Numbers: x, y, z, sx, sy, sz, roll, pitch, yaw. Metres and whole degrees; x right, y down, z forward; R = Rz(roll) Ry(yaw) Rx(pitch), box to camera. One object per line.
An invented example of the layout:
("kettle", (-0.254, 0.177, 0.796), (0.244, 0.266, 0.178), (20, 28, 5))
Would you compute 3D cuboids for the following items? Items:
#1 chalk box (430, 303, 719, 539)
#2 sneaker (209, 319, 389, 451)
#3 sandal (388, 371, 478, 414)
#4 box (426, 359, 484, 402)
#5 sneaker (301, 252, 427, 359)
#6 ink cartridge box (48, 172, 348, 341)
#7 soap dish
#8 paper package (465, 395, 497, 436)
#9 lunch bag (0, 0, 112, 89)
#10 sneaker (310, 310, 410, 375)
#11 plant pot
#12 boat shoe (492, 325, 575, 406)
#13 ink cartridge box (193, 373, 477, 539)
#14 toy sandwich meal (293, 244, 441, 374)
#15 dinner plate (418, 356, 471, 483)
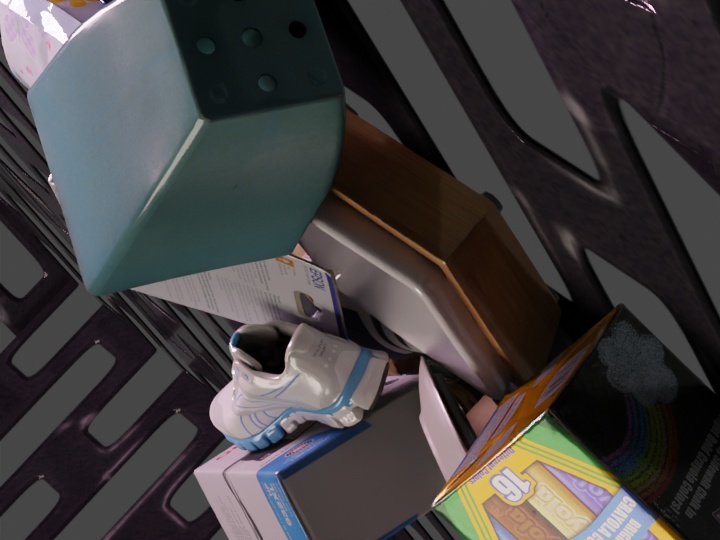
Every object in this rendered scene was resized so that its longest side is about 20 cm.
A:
("chalk box", (0.169, 0.147, 1.411), (0.200, 0.125, 0.124), (45, 132, -3))
("sneaker", (-0.063, 0.069, 1.647), (0.087, 0.075, 0.200), (33, 152, -21))
("sandal", (0.070, 0.118, 1.830), (0.080, 0.054, 0.200), (22, 167, 40))
("box", (0.134, 0.142, 1.936), (0.200, 0.048, 0.193), (45, 168, -6))
("sneaker", (0.048, 0.035, 1.646), (0.200, 0.075, 0.085), (24, 153, 39))
("ink cartridge box", (-0.098, -0.013, 1.601), (0.200, 0.041, 0.200), (18, 163, 9))
("soap dish", (0.032, -0.017, 1.524), (0.200, 0.081, 0.157), (36, 168, 41))
("paper package", (0.179, 0.178, 1.719), (0.191, 0.103, 0.200), (49, 168, -33))
("lunch bag", (-0.147, -0.131, 1.648), (0.200, 0.127, 0.170), (36, 178, -40))
("sneaker", (0.002, 0.064, 1.973), (0.077, 0.076, 0.200), (-1, 179, -15))
("plant pot", (-0.092, -0.097, 1.391), (0.200, 0.141, 0.142), (-47, 59, 61))
("boat shoe", (0.121, 0.078, 1.627), (0.066, 0.070, 0.200), (42, 173, -16))
("ink cartridge box", (-0.017, 0.144, 1.708), (0.084, 0.145, 0.200), (61, 160, -7))
("toy sandwich meal", (0.000, 0.000, 1.805), (0.205, 0.070, 0.205), (45, 173, 8))
("dinner plate", (0.077, 0.149, 1.538), (0.200, 0.024, 0.200), (64, -177, -6))
